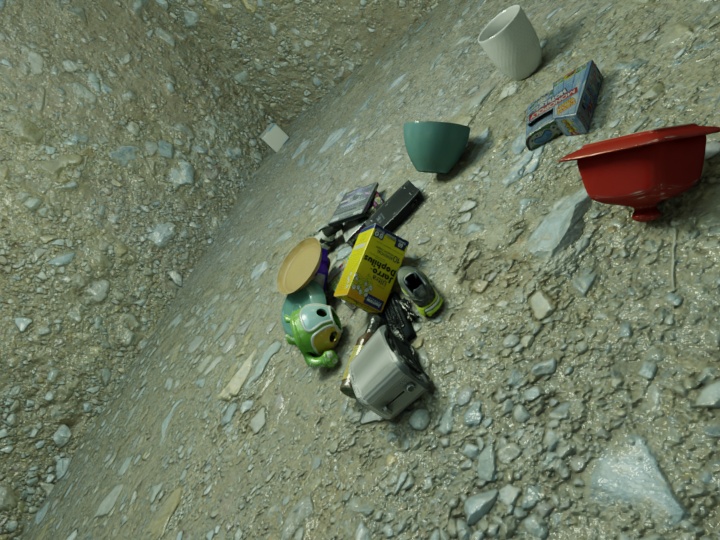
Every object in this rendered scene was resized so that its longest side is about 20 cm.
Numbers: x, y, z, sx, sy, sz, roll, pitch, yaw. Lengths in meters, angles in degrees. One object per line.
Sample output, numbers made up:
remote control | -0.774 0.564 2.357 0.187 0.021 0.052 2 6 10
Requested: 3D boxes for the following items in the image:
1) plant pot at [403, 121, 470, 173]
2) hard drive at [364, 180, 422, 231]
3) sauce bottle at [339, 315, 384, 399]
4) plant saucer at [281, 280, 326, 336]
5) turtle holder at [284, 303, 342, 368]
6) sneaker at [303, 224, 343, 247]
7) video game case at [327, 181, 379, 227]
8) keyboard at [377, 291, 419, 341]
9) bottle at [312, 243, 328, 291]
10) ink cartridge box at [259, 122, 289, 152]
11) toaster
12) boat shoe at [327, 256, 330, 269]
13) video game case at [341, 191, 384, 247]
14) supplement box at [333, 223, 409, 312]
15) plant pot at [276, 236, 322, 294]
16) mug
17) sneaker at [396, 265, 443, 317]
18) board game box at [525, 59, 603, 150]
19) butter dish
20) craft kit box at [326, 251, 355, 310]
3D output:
plant pot | 0.221 -0.362 1.524 0.200 0.198 0.136 -156 69 -63
hard drive | 0.106 -0.186 1.599 0.200 0.042 0.135 -45 26 10
sauce bottle | 0.011 0.200 1.199 0.064 0.065 0.201 -20 36 45
plant saucer | -0.182 0.124 1.545 0.199 0.036 0.202 -15 68 41
turtle holder | -0.120 0.168 1.367 0.131 0.142 0.186 -26 20 7
sneaker | -0.120 -0.109 1.820 0.074 0.089 0.199 -18 -4 -43
video game case | -0.023 -0.230 1.767 0.142 0.019 0.201 -15 32 31
keyboard | 0.082 0.107 1.238 0.104 0.040 0.200 -44 27 13
bottle | -0.143 0.016 1.611 0.083 0.065 0.202 5 82 41
ink cartridge box | -0.637 -0.981 3.759 0.147 0.146 0.200 -48 26 2
toaster | 0.053 0.209 1.062 0.129 0.113 0.200 -46 27 10
boat shoe | -0.153 0.046 1.681 0.201 0.071 0.065 -59 -9 -4
video game case | 0.007 -0.189 1.768 0.181 0.036 0.200 -44 26 11
supplement box | 0.028 -0.003 1.336 0.202 0.108 0.109 -68 17 -12
plant pot | -0.184 -0.011 1.573 0.199 0.027 0.202 -32 39 30
mug | 0.468 -0.693 1.561 0.147 0.175 0.201 -29 31 35
sneaker | 0.130 0.028 1.211 0.074 0.081 0.200 -37 28 -1
board game box | 0.487 -0.387 1.244 0.199 0.062 0.201 -26 33 40
butter dish | 0.476 -0.157 0.864 0.198 0.150 0.199 -15 8 -29
craft kit box | 0.000 0.000 1.515 0.200 0.048 0.197 -50 28 0
